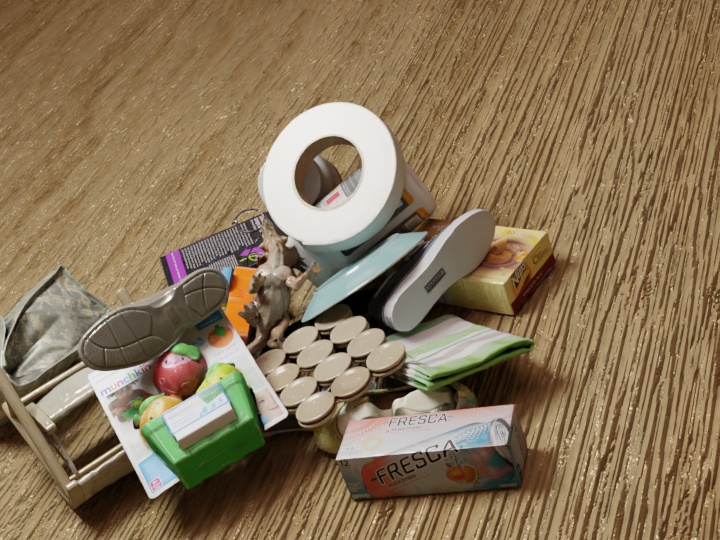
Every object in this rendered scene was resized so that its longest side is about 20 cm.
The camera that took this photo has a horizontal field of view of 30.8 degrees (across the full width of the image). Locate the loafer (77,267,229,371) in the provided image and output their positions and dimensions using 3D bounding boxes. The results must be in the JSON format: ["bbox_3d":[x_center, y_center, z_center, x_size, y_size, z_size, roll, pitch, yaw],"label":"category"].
[{"bbox_3d":[-0.249,0.061,1.561,0.199,0.072,0.063,-30,9,-23],"label":"loafer"}]

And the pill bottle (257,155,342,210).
[{"bbox_3d":[-0.088,-0.122,1.914,0.109,0.111,0.200,-17,-1,7],"label":"pill bottle"}]

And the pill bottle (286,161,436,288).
[{"bbox_3d":[-0.002,-0.068,1.807,0.200,0.116,0.117,-39,29,9],"label":"pill bottle"}]

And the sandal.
[{"bbox_3d":[-0.041,0.081,1.713,0.199,0.048,0.076,-25,24,20],"label":"sandal"}]

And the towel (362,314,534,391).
[{"bbox_3d":[0.097,0.091,1.546,0.148,0.031,0.200,-21,12,-20],"label":"towel"}]

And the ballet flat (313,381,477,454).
[{"bbox_3d":[0.034,0.163,1.493,0.198,0.071,0.071,-12,31,12],"label":"ballet flat"}]

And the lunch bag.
[{"bbox_3d":[-0.461,0.116,1.787,0.164,0.117,0.200,-40,12,44],"label":"lunch bag"}]

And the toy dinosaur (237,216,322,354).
[{"bbox_3d":[-0.117,0.038,1.723,0.085,0.202,0.136,19,-2,-9],"label":"toy dinosaur"}]

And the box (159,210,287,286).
[{"bbox_3d":[-0.197,-0.015,1.965,0.199,0.036,0.143,-25,31,-3],"label":"box"}]

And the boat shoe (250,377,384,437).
[{"bbox_3d":[-0.069,0.158,1.586,0.198,0.057,0.067,-13,31,13],"label":"boat shoe"}]

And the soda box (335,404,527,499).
[{"bbox_3d":[0.077,0.199,1.425,0.198,0.064,0.069,-9,32,21],"label":"soda box"}]

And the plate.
[{"bbox_3d":[0.000,0.000,1.677,0.199,0.026,0.200,-34,3,2],"label":"plate"}]

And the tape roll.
[{"bbox_3d":[-0.037,-0.125,1.753,0.201,0.037,0.205,-7,72,21],"label":"tape roll"}]

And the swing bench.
[{"bbox_3d":[-0.320,0.170,1.630,0.198,0.130,0.200,-32,69,-21],"label":"swing bench"}]

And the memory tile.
[{"bbox_3d":[-0.041,0.111,1.554,0.153,0.017,0.200,-35,28,-12],"label":"memory tile"}]

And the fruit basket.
[{"bbox_3d":[-0.206,0.143,1.530,0.184,0.094,0.201,-29,59,-10],"label":"fruit basket"}]

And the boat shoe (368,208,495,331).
[{"bbox_3d":[0.088,-0.007,1.647,0.200,0.072,0.068,-48,38,-16],"label":"boat shoe"}]

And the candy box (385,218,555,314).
[{"bbox_3d":[0.142,-0.008,1.722,0.199,0.056,0.115,8,41,41],"label":"candy box"}]

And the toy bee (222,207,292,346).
[{"bbox_3d":[-0.154,0.034,1.819,0.130,0.109,0.201,24,59,10],"label":"toy bee"}]
